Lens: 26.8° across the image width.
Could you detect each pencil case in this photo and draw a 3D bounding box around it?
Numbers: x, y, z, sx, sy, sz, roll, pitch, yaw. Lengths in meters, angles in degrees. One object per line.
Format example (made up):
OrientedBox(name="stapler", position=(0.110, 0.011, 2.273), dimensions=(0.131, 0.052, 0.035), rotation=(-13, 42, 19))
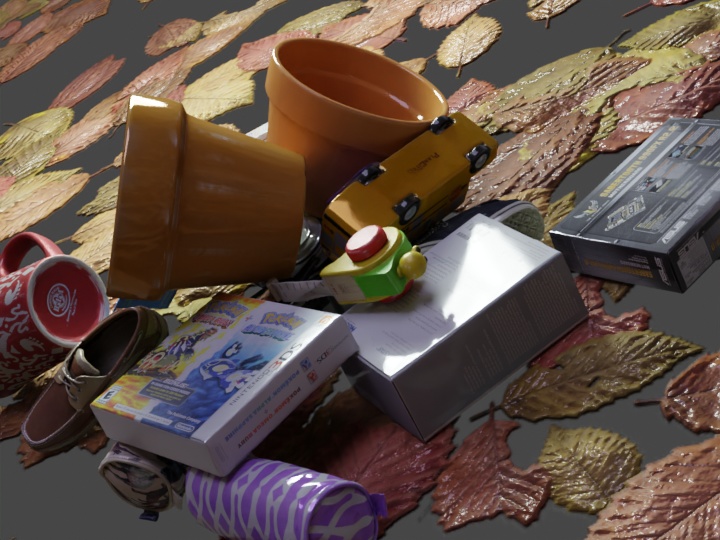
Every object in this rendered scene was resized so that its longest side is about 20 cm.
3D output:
OrientedBox(name="pencil case", position=(-0.172, 0.150, 1.483), dimensions=(0.201, 0.089, 0.078), rotation=(-57, -5, -45))
OrientedBox(name="pencil case", position=(-0.070, 0.202, 1.296), dimensions=(0.085, 0.085, 0.199), rotation=(-18, 18, -35))

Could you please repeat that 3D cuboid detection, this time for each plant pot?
OrientedBox(name="plant pot", position=(-0.152, -0.063, 1.506), dimensions=(0.181, 0.202, 0.201), rotation=(7, 26, -10))
OrientedBox(name="plant pot", position=(-0.020, -0.144, 1.620), dimensions=(0.198, 0.141, 0.201), rotation=(17, 25, -8))

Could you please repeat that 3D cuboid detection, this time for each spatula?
OrientedBox(name="spatula", position=(-0.041, -0.030, 1.539), dimensions=(0.201, 0.020, 0.056), rotation=(-59, -12, 12))

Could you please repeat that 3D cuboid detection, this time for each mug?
OrientedBox(name="mug", position=(-0.391, 0.041, 1.732), dimensions=(0.133, 0.180, 0.199), rotation=(-12, -7, -44))

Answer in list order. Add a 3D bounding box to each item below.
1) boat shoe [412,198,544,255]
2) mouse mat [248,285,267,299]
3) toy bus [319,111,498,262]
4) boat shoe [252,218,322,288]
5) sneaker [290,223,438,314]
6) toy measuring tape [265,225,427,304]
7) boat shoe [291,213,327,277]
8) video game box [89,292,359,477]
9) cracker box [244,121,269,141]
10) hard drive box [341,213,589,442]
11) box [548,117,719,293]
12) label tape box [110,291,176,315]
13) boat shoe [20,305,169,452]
OrientedBox(name="boat shoe", position=(0.091, -0.015, 1.519), dimensions=(0.198, 0.075, 0.062), rotation=(-29, 27, -14))
OrientedBox(name="mouse mat", position=(-0.165, 0.066, 1.605), dimensions=(0.160, 0.008, 0.200), rotation=(-36, 1, -12))
OrientedBox(name="toy bus", position=(0.051, -0.079, 1.525), dimensions=(0.065, 0.079, 0.199), rotation=(39, 57, 23))
OrientedBox(name="boat shoe", position=(-0.043, -0.049, 1.709), dimensions=(0.199, 0.075, 0.066), rotation=(-37, 30, -14))
OrientedBox(name="sneaker", position=(0.000, 0.000, 1.588), dimensions=(0.199, 0.067, 0.091), rotation=(-32, 29, 0))
OrientedBox(name="toy measuring tape", position=(-0.007, -0.004, 1.435), dimensions=(0.199, 0.074, 0.074), rotation=(-6, 34, 47))
OrientedBox(name="boat shoe", position=(-0.103, -0.059, 1.637), dimensions=(0.075, 0.086, 0.202), rotation=(-48, 32, -5))
OrientedBox(name="video game box", position=(-0.127, 0.098, 1.390), dimensions=(0.182, 0.047, 0.199), rotation=(-40, 29, -30))
OrientedBox(name="cracker box", position=(-0.061, -0.120, 1.775), dimensions=(0.198, 0.135, 0.058), rotation=(-28, 16, 3))
OrientedBox(name="hard drive box", position=(0.086, 0.048, 1.408), dimensions=(0.199, 0.077, 0.156), rotation=(-35, 27, -13))
OrientedBox(name="box", position=(0.299, -0.067, 1.431), dimensions=(0.200, 0.049, 0.158), rotation=(-42, 28, -24))
OrientedBox(name="label tape box", position=(-0.215, -0.030, 1.690), dimensions=(0.145, 0.063, 0.202), rotation=(125, 163, -49))
OrientedBox(name="boat shoe", position=(-0.297, 0.111, 1.632), dimensions=(0.076, 0.072, 0.200), rotation=(41, 86, 23))
